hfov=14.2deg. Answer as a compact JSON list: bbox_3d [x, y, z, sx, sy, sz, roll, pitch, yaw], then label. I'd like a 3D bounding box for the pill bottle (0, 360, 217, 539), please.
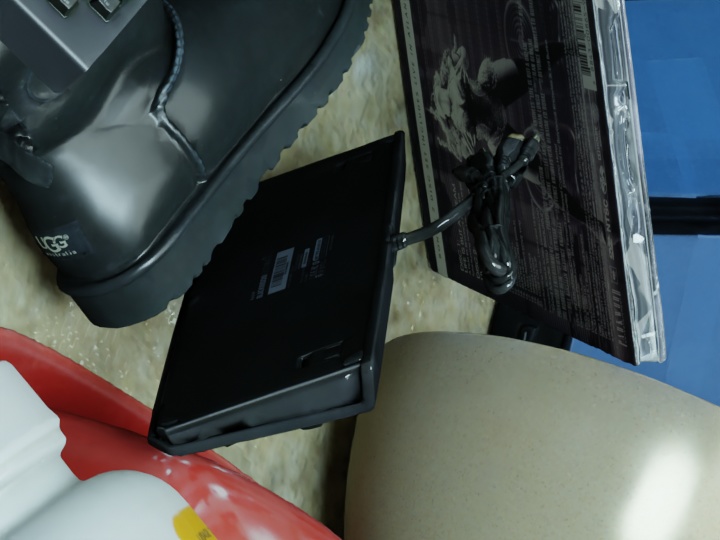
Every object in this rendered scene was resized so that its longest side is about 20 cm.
[{"bbox_3d":[-0.069,0.127,0.797,0.200,0.113,0.113,50,44,3],"label":"pill bottle"}]

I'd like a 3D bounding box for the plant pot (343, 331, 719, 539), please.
[{"bbox_3d":[0.075,0.128,1.071,0.200,0.200,0.135,41,65,-46],"label":"plant pot"}]

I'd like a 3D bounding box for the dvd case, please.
[{"bbox_3d":[0.057,-0.056,1.055,0.016,0.200,0.149,-12,103,-18],"label":"dvd case"}]

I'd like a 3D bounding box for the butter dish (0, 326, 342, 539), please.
[{"bbox_3d":[-0.057,0.140,0.931,0.200,0.148,0.200,38,61,-47],"label":"butter dish"}]

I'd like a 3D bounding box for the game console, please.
[{"bbox_3d":[0.116,-0.016,1.113,0.119,0.200,0.173,35,64,-47],"label":"game console"}]

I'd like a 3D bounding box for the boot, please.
[{"bbox_3d":[-0.085,-0.097,0.955,0.163,0.073,0.198,55,48,-31],"label":"boot"}]

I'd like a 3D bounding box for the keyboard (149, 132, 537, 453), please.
[{"bbox_3d":[0.000,0.000,0.953,0.200,0.127,0.021,-81,150,-66],"label":"keyboard"}]

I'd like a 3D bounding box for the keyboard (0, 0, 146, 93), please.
[{"bbox_3d":[-0.144,-0.129,0.800,0.200,0.021,0.127,44,56,-12],"label":"keyboard"}]
